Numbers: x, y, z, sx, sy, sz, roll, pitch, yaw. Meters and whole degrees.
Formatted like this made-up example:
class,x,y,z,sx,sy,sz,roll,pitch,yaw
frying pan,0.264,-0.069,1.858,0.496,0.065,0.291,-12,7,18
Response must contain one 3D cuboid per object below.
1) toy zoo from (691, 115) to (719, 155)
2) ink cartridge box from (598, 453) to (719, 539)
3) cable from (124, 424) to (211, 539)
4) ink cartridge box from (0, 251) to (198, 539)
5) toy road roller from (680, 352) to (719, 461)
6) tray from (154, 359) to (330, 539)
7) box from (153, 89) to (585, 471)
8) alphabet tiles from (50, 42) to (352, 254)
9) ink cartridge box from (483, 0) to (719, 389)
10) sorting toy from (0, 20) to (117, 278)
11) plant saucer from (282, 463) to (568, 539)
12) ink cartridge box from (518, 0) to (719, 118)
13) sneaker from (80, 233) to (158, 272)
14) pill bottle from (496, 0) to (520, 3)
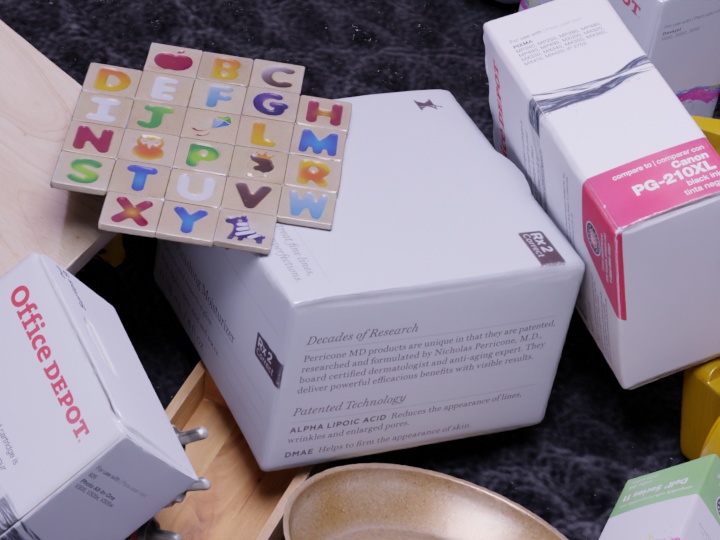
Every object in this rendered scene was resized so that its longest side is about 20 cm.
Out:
class,x,y,z,sx,sy,sz,roll,pitch,yaw
toy zoo,0.272,-0.031,1.514,0.131,0.020,0.201,15,46,-17
ink cartridge box,0.169,0.211,1.259,0.067,0.117,0.200,-20,22,36
cable,-0.183,0.132,1.340,0.199,0.050,0.098,-4,56,30
ink cartridge box,-0.208,0.111,1.279,0.200,0.084,0.146,-38,53,9
toy road roller,0.285,0.093,1.408,0.199,0.123,0.146,-25,43,-27
tray,-0.098,0.148,1.361,0.098,0.037,0.200,22,49,13
box,0.000,0.000,1.416,0.199,0.131,0.199,-7,39,-25
alphabet tiles,-0.092,-0.077,1.379,0.165,0.006,0.200,9,36,0
ink cartridge box,0.153,-0.053,1.404,0.084,0.145,0.200,-19,48,-9
sorting toy,-0.254,-0.046,1.415,0.200,0.070,0.199,39,68,12
plant saucer,0.046,0.181,1.311,0.199,0.036,0.200,17,25,-8
ink cartridge box,0.179,-0.162,1.575,0.084,0.201,0.145,-19,52,-23
sneaker,-0.193,-0.029,1.478,0.199,0.070,0.090,-18,34,-25
pill bottle,0.096,-0.270,1.726,0.200,0.112,0.112,32,51,22
